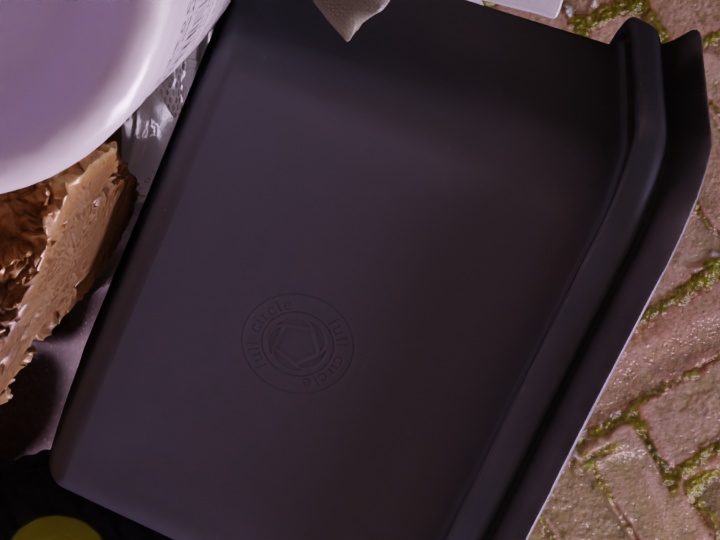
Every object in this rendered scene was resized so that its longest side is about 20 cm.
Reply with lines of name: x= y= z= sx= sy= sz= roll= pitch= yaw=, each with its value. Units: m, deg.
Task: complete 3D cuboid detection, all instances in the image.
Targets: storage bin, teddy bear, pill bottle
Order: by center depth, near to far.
pill bottle: x=-0.087 y=-0.094 z=0.686 sx=0.200 sy=0.114 sz=0.115 roll=-67 pitch=170 yaw=-74
teddy bear: x=-0.140 y=0.037 z=0.719 sx=0.200 sy=0.067 sz=0.145 roll=-61 pitch=169 yaw=7
storage bin: x=0.000 y=0.000 z=0.781 sx=0.146 sy=0.134 sz=0.200 roll=-80 pitch=-166 yaw=-61

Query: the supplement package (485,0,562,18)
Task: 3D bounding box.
supplement package: x=-0.005 y=-0.184 z=0.973 sx=0.117 sy=0.200 sz=0.117 roll=-70 pitch=173 yaw=-67

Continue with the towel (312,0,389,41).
towel: x=-0.045 y=-0.148 z=0.649 sx=0.035 sy=0.200 sz=0.193 roll=-41 pitch=-174 yaw=14

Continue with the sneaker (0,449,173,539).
sneaker: x=-0.123 y=0.123 z=0.807 sx=0.200 sy=0.066 sz=0.079 roll=-34 pitch=147 yaw=-27

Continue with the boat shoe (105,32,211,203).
boat shoe: x=-0.075 y=-0.119 z=0.843 sx=0.069 sy=0.071 sz=0.200 roll=9 pitch=81 yaw=-50

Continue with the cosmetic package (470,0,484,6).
cosmetic package: x=-0.028 y=-0.139 z=0.903 sx=0.200 sy=0.082 sz=0.051 roll=64 pitch=18 yaw=-15

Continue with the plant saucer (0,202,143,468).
plant saucer: x=-0.091 y=0.058 z=0.868 sx=0.200 sy=0.037 sz=0.201 roll=-19 pitch=121 yaw=-36
